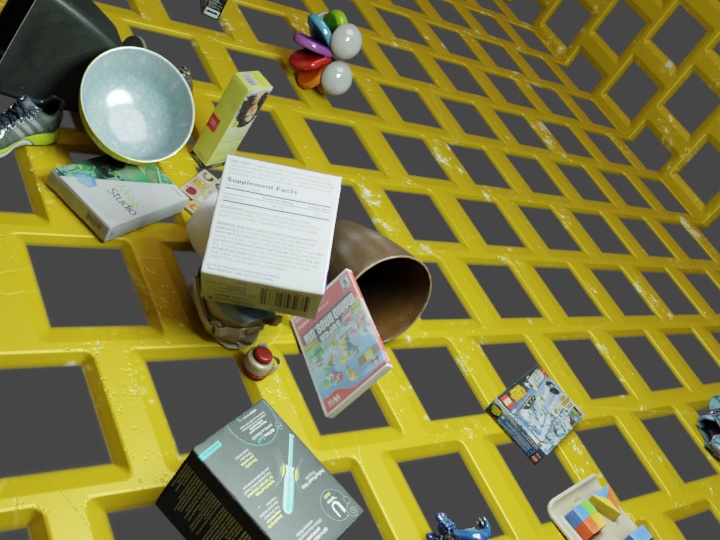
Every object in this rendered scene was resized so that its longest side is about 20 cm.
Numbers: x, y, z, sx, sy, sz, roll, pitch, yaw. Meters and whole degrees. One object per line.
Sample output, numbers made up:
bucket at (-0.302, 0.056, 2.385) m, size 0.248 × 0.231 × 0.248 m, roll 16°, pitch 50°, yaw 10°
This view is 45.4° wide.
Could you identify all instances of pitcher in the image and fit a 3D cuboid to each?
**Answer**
pitcher at (-0.184, -0.049, 1.431) m, size 0.199 × 0.172 × 0.122 m, roll 39°, pitch 54°, yaw 0°

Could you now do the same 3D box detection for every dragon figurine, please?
dragon figurine at (0.185, 0.438, 1.287) m, size 0.200 × 0.059 × 0.099 m, roll 46°, pitch 34°, yaw 13°

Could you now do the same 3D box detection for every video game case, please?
video game case at (-0.035, 0.116, 1.395) m, size 0.017 × 0.143 × 0.202 m, roll 24°, pitch 32°, yaw -46°

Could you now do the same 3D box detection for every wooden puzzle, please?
wooden puzzle at (0.440, 0.460, 1.510) m, size 0.184 × 0.046 × 0.201 m, roll -9°, pitch 55°, yaw -48°

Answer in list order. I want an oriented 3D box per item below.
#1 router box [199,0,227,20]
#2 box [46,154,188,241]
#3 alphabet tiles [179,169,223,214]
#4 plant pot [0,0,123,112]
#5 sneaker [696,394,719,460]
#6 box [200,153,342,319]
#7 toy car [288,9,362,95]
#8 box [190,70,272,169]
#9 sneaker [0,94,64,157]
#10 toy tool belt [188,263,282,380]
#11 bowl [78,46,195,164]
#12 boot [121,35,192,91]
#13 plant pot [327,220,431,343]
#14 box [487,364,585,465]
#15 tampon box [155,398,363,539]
router box at (-0.348, -0.737, 2.125) m, size 0.050 × 0.150 × 0.202 m, roll 17°, pitch 38°, yaw -28°
box at (-0.403, -0.134, 1.448) m, size 0.144 × 0.036 × 0.200 m, roll 43°, pitch 32°, yaw 9°
alphabet tiles at (-0.236, -0.110, 1.603) m, size 0.199 × 0.006 × 0.167 m, roll 37°, pitch 34°, yaw 0°
plant pot at (-0.525, -0.394, 1.494) m, size 0.176 × 0.201 × 0.200 m, roll 25°, pitch 20°, yaw -37°
sneaker at (0.821, 0.346, 1.976) m, size 0.095 × 0.080 × 0.201 m, roll 30°, pitch 34°, yaw -6°
box at (-0.134, -0.050, 1.297) m, size 0.181 × 0.105 × 0.203 m, roll 11°, pitch 65°, yaw -5°
toy car at (-0.099, -0.530, 2.072) m, size 0.148 × 0.203 × 0.175 m, roll 0°, pitch 29°, yaw -34°
box at (-0.246, -0.282, 1.625) m, size 0.050 × 0.201 × 0.075 m, roll 48°, pitch 36°, yaw 13°
sneaker at (-0.561, -0.243, 1.391) m, size 0.074 × 0.081 × 0.200 m, roll 41°, pitch 33°, yaw 7°
toy tool belt at (-0.182, 0.057, 1.346) m, size 0.124 × 0.123 × 0.201 m, roll -10°, pitch 56°, yaw -48°
bowl at (-0.395, -0.268, 1.479) m, size 0.197 × 0.107 × 0.204 m, roll 8°, pitch 75°, yaw -31°
boot at (-0.378, -0.353, 1.615) m, size 0.068 × 0.203 × 0.174 m, roll 16°, pitch 31°, yaw 19°
plant pot at (0.000, 0.000, 1.561) m, size 0.185 × 0.189 × 0.200 m, roll 8°, pitch 29°, yaw -37°
box at (0.338, 0.271, 1.649) m, size 0.137 × 0.040 × 0.199 m, roll 49°, pitch 35°, yaw 15°
tampon box at (-0.128, 0.302, 1.098) m, size 0.200 × 0.127 × 0.149 m, roll 46°, pitch 35°, yaw 11°
